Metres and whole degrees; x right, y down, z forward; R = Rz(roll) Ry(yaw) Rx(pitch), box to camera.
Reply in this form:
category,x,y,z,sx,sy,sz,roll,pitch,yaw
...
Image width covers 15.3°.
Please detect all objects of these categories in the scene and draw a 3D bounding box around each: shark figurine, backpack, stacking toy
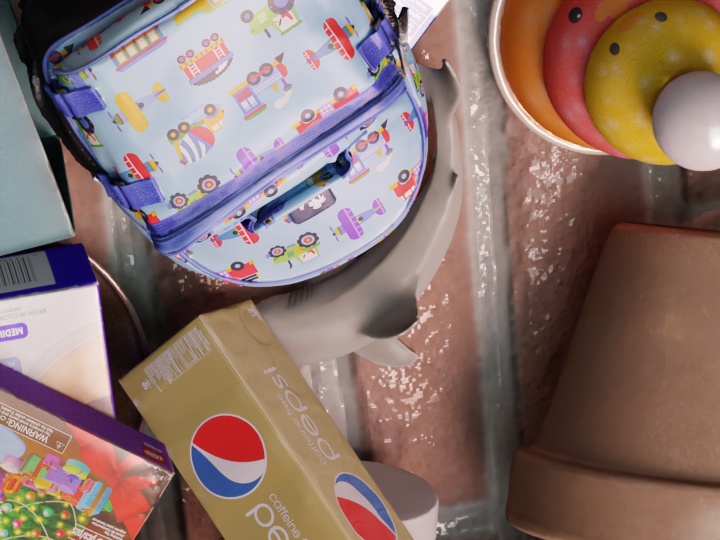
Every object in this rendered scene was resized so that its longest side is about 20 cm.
category,x,y,z,sx,sy,sz,roll,pitch,yaw
shark figurine,0.021,-0.009,1.459,0.128,0.090,0.215,30,104,-24
backpack,-0.052,-0.076,1.323,0.182,0.135,0.201,-28,118,-1
stacking toy,0.158,-0.104,1.391,0.145,0.200,0.147,-5,112,-12

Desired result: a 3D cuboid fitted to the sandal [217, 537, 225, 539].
category,x,y,z,sx,sy,sz,roll,pitch,yaw
sandal,-0.078,0.231,1.468,0.079,0.087,0.201,-29,143,-37

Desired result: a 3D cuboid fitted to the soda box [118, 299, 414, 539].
category,x,y,z,sx,sy,sz,roll,pitch,yaw
soda box,-0.039,0.116,1.424,0.064,0.068,0.201,-37,82,22

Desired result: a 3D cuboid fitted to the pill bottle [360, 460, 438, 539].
category,x,y,z,sx,sy,sz,roll,pitch,yaw
pill bottle,-0.007,0.215,1.525,0.111,0.112,0.201,2,111,-14

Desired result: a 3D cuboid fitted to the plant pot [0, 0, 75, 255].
category,x,y,z,sx,sy,sz,roll,pitch,yaw
plant pot,-0.261,-0.070,1.337,0.199,0.141,0.142,-20,114,-2

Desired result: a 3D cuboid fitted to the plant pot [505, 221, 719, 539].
category,x,y,z,sx,sy,sz,roll,pitch,yaw
plant pot,0.187,0.066,1.485,0.199,0.200,0.176,6,93,-16

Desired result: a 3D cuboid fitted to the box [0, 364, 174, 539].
category,x,y,z,sx,sy,sz,roll,pitch,yaw
box,-0.214,0.111,1.365,0.199,0.039,0.137,27,103,-20

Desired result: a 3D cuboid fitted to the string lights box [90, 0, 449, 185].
category,x,y,z,sx,sy,sz,roll,pitch,yaw
string lights box,-0.048,-0.110,1.415,0.102,0.059,0.200,33,100,-23

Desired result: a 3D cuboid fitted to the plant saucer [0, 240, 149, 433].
category,x,y,z,sx,sy,sz,roll,pitch,yaw
plant saucer,-0.214,0.060,1.454,0.199,0.037,0.202,-5,113,-13

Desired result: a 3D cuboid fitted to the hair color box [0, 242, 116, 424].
category,x,y,z,sx,sy,sz,roll,pitch,yaw
hair color box,-0.183,0.096,1.423,0.109,0.065,0.201,-10,115,-10
